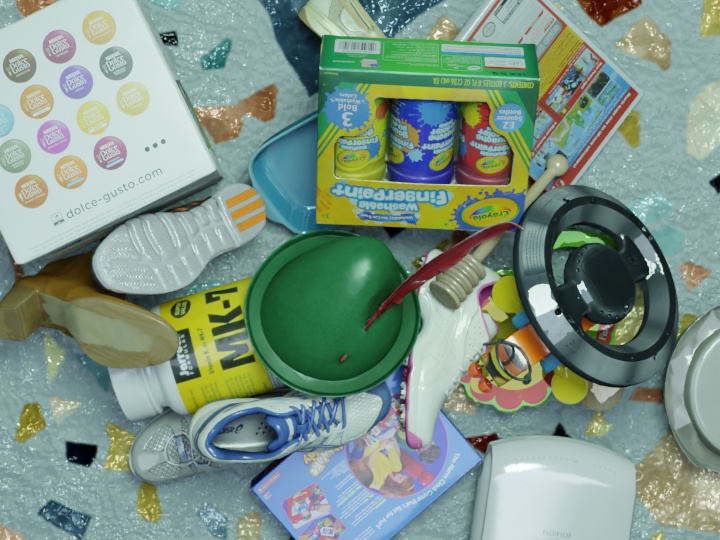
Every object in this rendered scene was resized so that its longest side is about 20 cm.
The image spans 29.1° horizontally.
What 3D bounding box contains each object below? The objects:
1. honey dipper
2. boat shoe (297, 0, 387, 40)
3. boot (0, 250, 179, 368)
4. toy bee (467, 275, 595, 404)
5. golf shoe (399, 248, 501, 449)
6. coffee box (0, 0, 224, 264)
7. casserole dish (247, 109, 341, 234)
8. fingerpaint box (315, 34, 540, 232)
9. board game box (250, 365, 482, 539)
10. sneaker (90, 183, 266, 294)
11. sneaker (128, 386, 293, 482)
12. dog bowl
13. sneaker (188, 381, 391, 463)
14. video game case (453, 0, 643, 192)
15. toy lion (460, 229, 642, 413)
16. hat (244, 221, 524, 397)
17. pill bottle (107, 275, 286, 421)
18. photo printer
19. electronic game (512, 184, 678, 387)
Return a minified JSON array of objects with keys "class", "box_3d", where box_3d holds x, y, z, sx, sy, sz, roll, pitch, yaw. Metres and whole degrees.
[{"class":"honey dipper","box_3d":[0.140,-0.045,1.365,0.038,0.038,0.200,42,69,-4]},{"class":"boat shoe","box_3d":[0.031,-0.213,1.388,0.200,0.073,0.063,39,94,1]},{"class":"boot","box_3d":[-0.243,0.027,1.336,0.200,0.144,0.071,7,116,16]},{"class":"toy bee","box_3d":[0.154,0.068,1.327,0.199,0.109,0.132,3,61,-40]},{"class":"golf shoe","box_3d":[0.088,0.079,1.364,0.091,0.075,0.201,9,77,4]},{"class":"coffee box","box_3d":[-0.260,-0.137,1.313,0.199,0.200,0.199,-25,93,-1]},{"class":"casserole dish","box_3d":[-0.017,-0.113,1.372,0.199,0.039,0.121,-26,121,20]},{"class":"fingerpaint box","box_3d":[0.059,-0.125,1.292,0.198,0.074,0.168,3,126,0]},{"class":"board game box","box_3d":[0.005,0.204,1.421,0.200,0.045,0.135,-40,94,0]},{"class":"sneaker","box_3d":[-0.190,-0.019,1.347,0.199,0.112,0.078,-23,93,-40]},{"class":"sneaker","box_3d":[-0.140,0.161,1.393,0.199,0.082,0.075,-20,94,-1]},{"class":"dog bowl","box_3d":[0.403,0.122,1.429,0.199,0.059,0.202,0,94,-2]},{"class":"sneaker","box_3d":[-0.061,0.149,1.317,0.199,0.088,0.076,-14,97,-9]},{"class":"video game case","box_3d":[0.175,-0.182,1.387,0.200,0.017,0.143,38,91,-25]},{"class":"toy lion","box_3d":[0.186,0.051,1.419,0.190,0.069,0.201,16,92,4]},{"class":"hat","box_3d":[0.000,0.000,1.251,0.166,0.176,0.200,45,65,8]},{"class":"pill bottle","box_3d":[-0.144,0.076,1.373,0.199,0.114,0.115,-17,94,-2]},{"class":"photo printer","box_3d":[0.194,0.271,1.421,0.165,0.069,0.202,8,93,-3]},{"class":"electronic game","box_3d":[0.225,0.013,1.311,0.199,0.042,0.201,15,62,-30]}]
